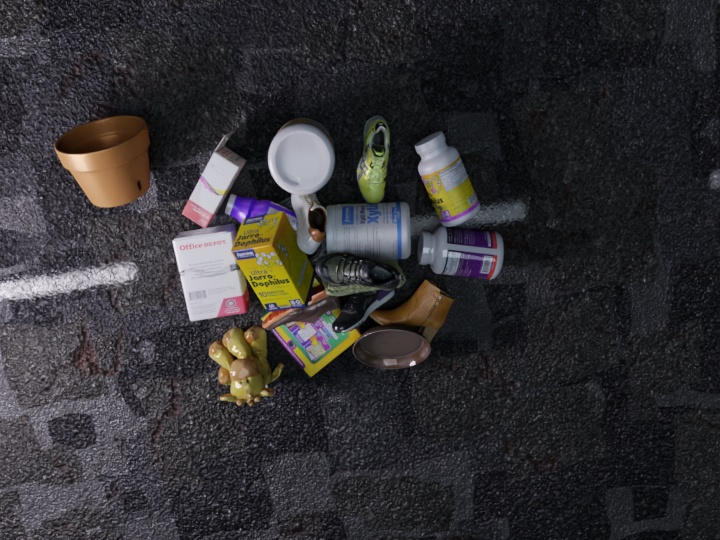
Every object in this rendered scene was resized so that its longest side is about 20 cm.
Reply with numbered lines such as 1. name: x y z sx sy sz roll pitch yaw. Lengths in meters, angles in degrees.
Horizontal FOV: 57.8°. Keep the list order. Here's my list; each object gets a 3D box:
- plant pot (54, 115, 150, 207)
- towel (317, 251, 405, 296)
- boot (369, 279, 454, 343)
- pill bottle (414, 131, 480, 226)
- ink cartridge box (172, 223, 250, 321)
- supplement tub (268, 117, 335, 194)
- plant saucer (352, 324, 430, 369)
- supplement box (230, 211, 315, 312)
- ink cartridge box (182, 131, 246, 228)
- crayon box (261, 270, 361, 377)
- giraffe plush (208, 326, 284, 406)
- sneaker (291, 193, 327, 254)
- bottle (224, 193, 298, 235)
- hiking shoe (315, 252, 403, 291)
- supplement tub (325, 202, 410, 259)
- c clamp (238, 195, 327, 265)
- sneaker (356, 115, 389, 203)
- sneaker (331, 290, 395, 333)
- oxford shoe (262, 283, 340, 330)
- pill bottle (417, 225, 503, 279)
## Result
1. plant pot: -0.548 -0.236 1.436 0.193 0.202 0.143 -9 125 0
2. towel: 0.000 0.000 1.549 0.193 0.150 0.037 -9 129 -8
3. boot: 0.127 0.085 1.627 0.196 0.071 0.147 22 102 -16
4. pill bottle: 0.198 -0.214 1.518 0.102 0.105 0.204 -25 106 5
5. ink cartridge box: -0.354 0.003 1.562 0.140 0.085 0.206 -8 108 -1
6. supplement tub: -0.127 -0.256 1.436 0.140 0.201 0.150 -1 107 -3
7. plant saucer: 0.077 0.187 1.623 0.193 0.033 0.203 -1 145 0
8. supplement box: -0.193 -0.016 1.481 0.106 0.111 0.203 -8 133 20
9. ink cartridge box: -0.322 -0.209 1.483 0.066 0.117 0.203 29 104 -11
10. crayon box: -0.121 0.133 1.629 0.171 0.058 0.201 -37 105 6
11. giraffe plush: -0.283 0.257 1.601 0.170 0.163 0.202 -33 105 7
12. sneaker: -0.106 -0.140 1.481 0.071 0.205 0.085 16 137 -34
13. bottle: -0.217 -0.119 1.520 0.195 0.065 0.086 21 103 -10
14. hiking shoe: -0.002 -0.004 1.437 0.193 0.101 0.078 7 80 -5
15. supplement tub: 0.019 -0.091 1.526 0.193 0.132 0.136 -2 107 0
16. c clamp: -0.172 -0.089 1.579 0.169 0.027 0.203 -33 104 1
17. sneaker: 0.030 -0.251 1.512 0.073 0.077 0.207 -1 109 -5
18. sneaker: -0.007 0.067 1.573 0.199 0.075 0.089 -39 115 -32
19. oxford shoe: -0.140 0.104 1.554 0.195 0.072 0.074 -25 109 4
20. pill bottle: 0.239 -0.045 1.567 0.193 0.113 0.116 6 107 -5
